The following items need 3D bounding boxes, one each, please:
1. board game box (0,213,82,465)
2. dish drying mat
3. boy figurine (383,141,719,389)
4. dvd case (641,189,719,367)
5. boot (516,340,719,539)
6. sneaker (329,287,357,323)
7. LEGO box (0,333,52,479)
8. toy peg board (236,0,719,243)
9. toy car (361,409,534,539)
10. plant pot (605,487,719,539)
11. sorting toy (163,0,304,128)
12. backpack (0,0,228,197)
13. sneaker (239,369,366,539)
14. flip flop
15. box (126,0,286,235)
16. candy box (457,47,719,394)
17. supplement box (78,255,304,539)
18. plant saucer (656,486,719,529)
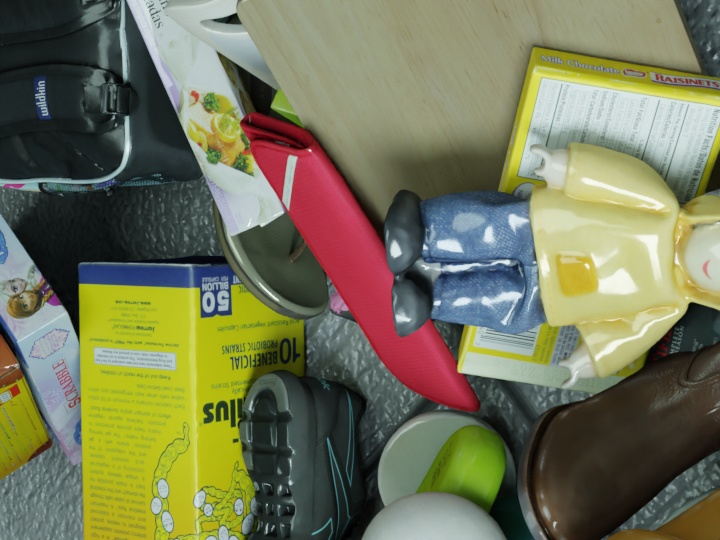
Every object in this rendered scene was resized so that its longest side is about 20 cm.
[{"bbox_3d":[-0.253,0.015,1.153,0.200,0.041,0.200,51,164,26],"label":"board game box"},{"bbox_3d":[0.000,0.000,0.898,0.077,0.018,0.201,22,149,51],"label":"dish drying mat"},{"bbox_3d":[0.114,0.000,0.797,0.198,0.064,0.126,1,107,12],"label":"boy figurine"},{"bbox_3d":[0.242,0.036,0.842,0.199,0.022,0.148,18,104,36],"label":"dvd case"},{"bbox_3d":[0.185,0.054,0.763,0.199,0.186,0.065,-28,95,38],"label":"boot"},{"bbox_3d":[0.061,-0.023,0.954,0.198,0.080,0.087,-8,77,33],"label":"sneaker"},{"bbox_3d":[-0.289,0.055,1.116,0.150,0.077,0.200,55,165,14],"label":"LEGO box"},{"bbox_3d":[0.071,-0.119,0.851,0.197,0.201,0.098,-17,38,20],"label":"toy peg board"},{"bbox_3d":[0.063,0.190,0.928,0.149,0.175,0.202,20,108,0],"label":"toy car"},{"bbox_3d":[0.210,0.163,0.731,0.183,0.201,0.200,-41,58,-16],"label":"plant pot"},{"bbox_3d":[-0.009,-0.142,0.923,0.199,0.179,0.108,-28,56,37],"label":"sorting toy"},{"bbox_3d":[-0.185,-0.138,1.096,0.198,0.150,0.180,-3,90,36],"label":"backpack"},{"bbox_3d":[-0.030,0.165,1.020,0.075,0.079,0.202,0,85,50],"label":"sneaker"},{"bbox_3d":[-0.050,-0.069,1.040,0.057,0.081,0.202,-12,79,41],"label":"flip flop"},{"bbox_3d":[-0.097,-0.120,0.977,0.038,0.041,0.202,-22,96,10],"label":"box"},{"bbox_3d":[0.117,-0.018,0.848,0.027,0.101,0.201,-88,7,-51],"label":"candy box"},{"bbox_3d":[-0.109,0.093,1.074,0.109,0.108,0.203,1,94,39],"label":"supplement box"},{"bbox_3d":[0.214,0.213,0.856,0.199,0.050,0.203,3,95,38],"label":"plant saucer"}]
